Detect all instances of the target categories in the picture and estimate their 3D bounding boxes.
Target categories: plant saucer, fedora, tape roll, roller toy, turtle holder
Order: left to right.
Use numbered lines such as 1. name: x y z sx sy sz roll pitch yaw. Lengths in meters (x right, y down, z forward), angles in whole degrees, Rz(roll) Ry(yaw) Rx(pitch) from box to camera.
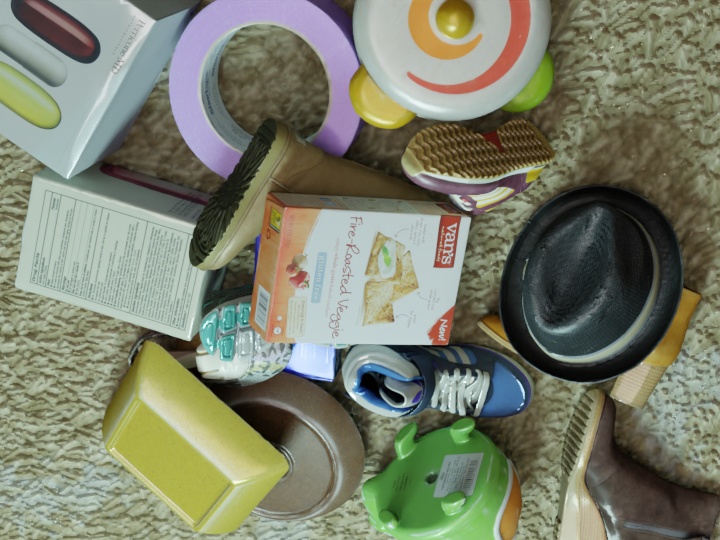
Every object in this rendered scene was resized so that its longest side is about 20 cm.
1. plant saucer: -0.192 0.194 1.530 0.200 0.048 0.200 41 142 3
2. tape roll: -0.089 -0.186 1.442 0.198 0.066 0.202 3 109 9
3. plant saucer: -0.095 0.200 1.559 0.198 0.035 0.202 7 122 11
4. turtle holder: 0.085 0.251 1.508 0.185 0.142 0.132 -33 126 16
5. roller toy: 0.081 -0.232 1.335 0.198 0.140 0.184 -7 97 0
6. fedora: 0.217 0.005 1.386 0.198 0.092 0.203 -4 76 17

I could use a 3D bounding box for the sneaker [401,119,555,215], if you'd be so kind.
1. sneaker: 0.102 -0.088 1.371 0.075 0.199 0.090 56 131 24

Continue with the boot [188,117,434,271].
1. boot: -0.046 -0.038 1.418 0.199 0.066 0.176 27 109 -31

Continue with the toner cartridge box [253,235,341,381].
1. toner cartridge box: -0.063 0.011 1.510 0.094 0.043 0.202 7 109 7

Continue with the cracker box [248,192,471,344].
1. cracker box: 0.000 0.000 1.386 0.198 0.058 0.135 1 108 -25

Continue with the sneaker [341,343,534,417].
1. sneaker: 0.076 0.124 1.463 0.198 0.147 0.081 19 110 5

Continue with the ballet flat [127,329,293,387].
1. ballet flat: -0.166 0.093 1.513 0.199 0.072 0.073 -4 108 31

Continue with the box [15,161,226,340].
1. box: -0.242 -0.027 1.497 0.198 0.109 0.129 17 110 5

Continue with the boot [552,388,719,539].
1. boot: 0.295 0.224 1.509 0.164 0.072 0.202 6 107 -4

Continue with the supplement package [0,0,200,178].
1. supplement package: -0.304 -0.235 1.423 0.199 0.147 0.192 34 110 0

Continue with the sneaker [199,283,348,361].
1. sneaker: -0.072 0.034 1.455 0.198 0.091 0.078 -4 112 -17

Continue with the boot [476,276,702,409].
1. boot: 0.233 0.038 1.458 0.200 0.071 0.145 24 99 10
